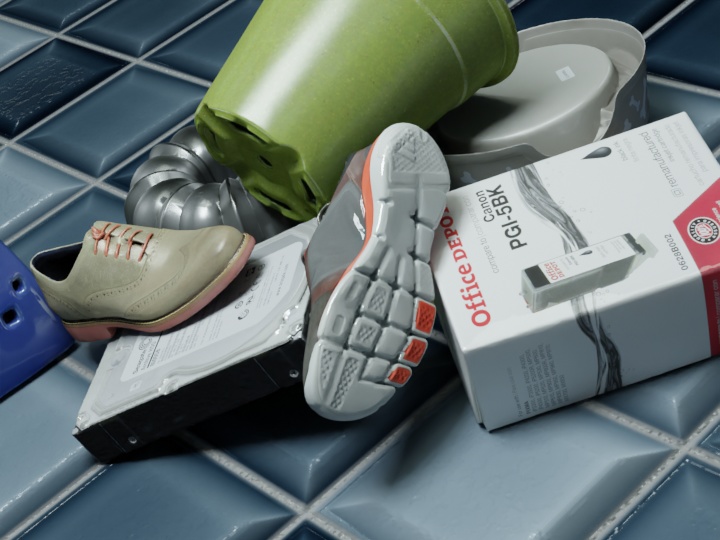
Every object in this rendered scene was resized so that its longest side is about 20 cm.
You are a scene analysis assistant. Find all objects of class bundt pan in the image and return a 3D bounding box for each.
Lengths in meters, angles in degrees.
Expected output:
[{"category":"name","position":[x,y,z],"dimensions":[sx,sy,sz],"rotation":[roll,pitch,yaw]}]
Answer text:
[{"category":"bundt pan","position":[-0.102,-0.068,1.169],"dimensions":[0.202,0.076,0.202],"rotation":[-13,34,9]}]

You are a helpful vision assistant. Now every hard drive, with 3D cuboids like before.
[{"category":"hard drive","position":[-0.099,0.044,0.991],"dimensions":[0.200,0.038,0.140],"rotation":[-24,30,28]}]

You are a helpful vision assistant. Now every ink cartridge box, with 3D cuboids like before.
[{"category":"ink cartridge box","position":[0.146,-0.002,0.931],"dimensions":[0.200,0.083,0.147],"rotation":[-19,45,0]}]

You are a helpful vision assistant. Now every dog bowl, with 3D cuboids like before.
[{"category":"dog bowl","position":[0.134,-0.123,1.126],"dimensions":[0.200,0.059,0.200],"rotation":[-19,30,11]}]

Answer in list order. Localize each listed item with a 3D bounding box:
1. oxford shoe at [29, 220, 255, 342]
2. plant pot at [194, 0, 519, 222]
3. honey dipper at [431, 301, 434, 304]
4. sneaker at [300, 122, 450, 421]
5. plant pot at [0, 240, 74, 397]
[{"category":"oxford shoe","position":[-0.161,-0.001,1.013],"dimensions":[0.200,0.075,0.070],"rotation":[-18,33,37]},{"category":"plant pot","position":[-0.019,-0.143,1.053],"dimensions":[0.200,0.200,0.190],"rotation":[20,63,43]},{"category":"honey dipper","position":[0.130,-0.028,1.037],"dimensions":[0.200,0.038,0.038],"rotation":[-30,36,-13]},{"category":"sneaker","position":[-0.001,0.005,0.906],"dimensions":[0.082,0.077,0.200],"rotation":[-13,50,48]},{"category":"plant pot","position":[-0.370,0.011,1.095],"dimensions":[0.200,0.180,0.200],"rotation":[-36,39,-24]}]
